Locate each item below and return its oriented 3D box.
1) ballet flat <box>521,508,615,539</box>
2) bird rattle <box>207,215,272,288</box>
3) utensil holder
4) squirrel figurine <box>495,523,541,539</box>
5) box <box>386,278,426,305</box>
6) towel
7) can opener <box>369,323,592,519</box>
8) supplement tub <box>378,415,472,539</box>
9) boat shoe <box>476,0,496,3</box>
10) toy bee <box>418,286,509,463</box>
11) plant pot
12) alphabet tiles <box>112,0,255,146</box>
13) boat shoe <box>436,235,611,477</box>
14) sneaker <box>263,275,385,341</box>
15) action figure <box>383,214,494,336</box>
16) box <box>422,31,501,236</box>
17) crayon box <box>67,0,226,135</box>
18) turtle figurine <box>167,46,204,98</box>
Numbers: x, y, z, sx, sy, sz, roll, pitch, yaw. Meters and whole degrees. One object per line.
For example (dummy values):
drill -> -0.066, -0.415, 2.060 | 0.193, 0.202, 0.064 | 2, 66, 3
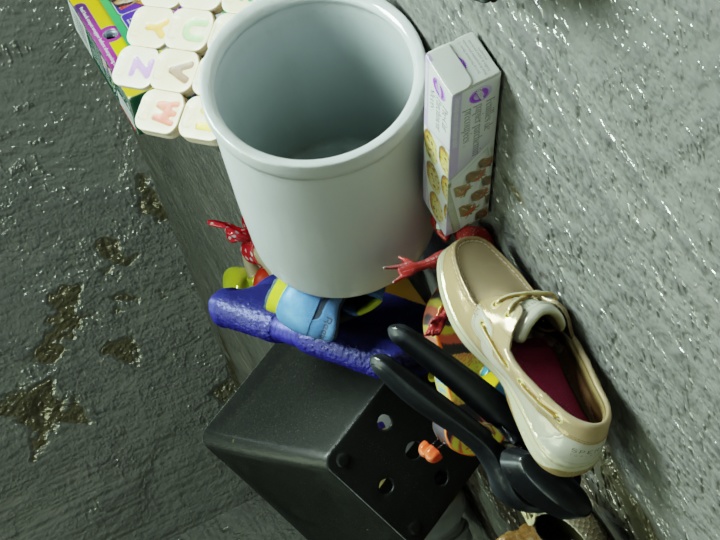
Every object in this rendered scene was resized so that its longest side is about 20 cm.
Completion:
ballet flat -> 0.180, 0.231, 1.254 | 0.200, 0.046, 0.067 | 49, 159, 25
bird rattle -> -0.128, -0.002, 2.253 | 0.163, 0.113, 0.200 | 45, 148, 30
utensil holder -> -0.023, -0.095, 1.257 | 0.170, 0.170, 0.200 | 58, 171, 30
squirrel figurine -> 0.173, 0.331, 1.457 | 0.187, 0.141, 0.200 | 62, -170, -56
box -> -0.003, -0.003, 1.547 | 0.119, 0.041, 0.200 | 28, 156, 55
towel -> -0.018, 0.052, 1.432 | 0.200, 0.148, 0.050 | 17, 110, 29
can opener -> 0.090, 0.108, 1.173 | 0.200, 0.063, 0.079 | 43, 149, -13
supplement tub -> 0.030, 0.233, 1.792 | 0.200, 0.145, 0.145 | 66, 169, -7
boat shoe -> 0.054, -0.195, 0.923 | 0.074, 0.063, 0.201 | 65, 171, -20
toy bee -> 0.091, 0.107, 1.313 | 0.200, 0.109, 0.131 | 63, 167, 10
plant pot -> 0.006, 0.158, 1.545 | 0.200, 0.200, 0.177 | 46, 162, -23
alphabet tiles -> -0.131, -0.210, 1.428 | 0.195, 0.200, 0.015 | 13, 169, 31
boat shoe -> 0.123, 0.047, 1.153 | 0.200, 0.074, 0.069 | 60, 149, 25
sneaker -> 0.000, 0.000, 1.389 | 0.078, 0.200, 0.066 | 31, 131, 15
action figure -> 0.086, 0.044, 1.234 | 0.065, 0.099, 0.200 | 99, 147, -70
box -> 0.070, -0.092, 1.142 | 0.041, 0.039, 0.200 | 59, 168, 23
crayon box -> -0.192, -0.249, 1.680 | 0.200, 0.172, 0.058 | 56, 163, 39
turtle figurine -> -0.067, -0.188, 1.495 | 0.194, 0.200, 0.144 | 45, 145, -13
